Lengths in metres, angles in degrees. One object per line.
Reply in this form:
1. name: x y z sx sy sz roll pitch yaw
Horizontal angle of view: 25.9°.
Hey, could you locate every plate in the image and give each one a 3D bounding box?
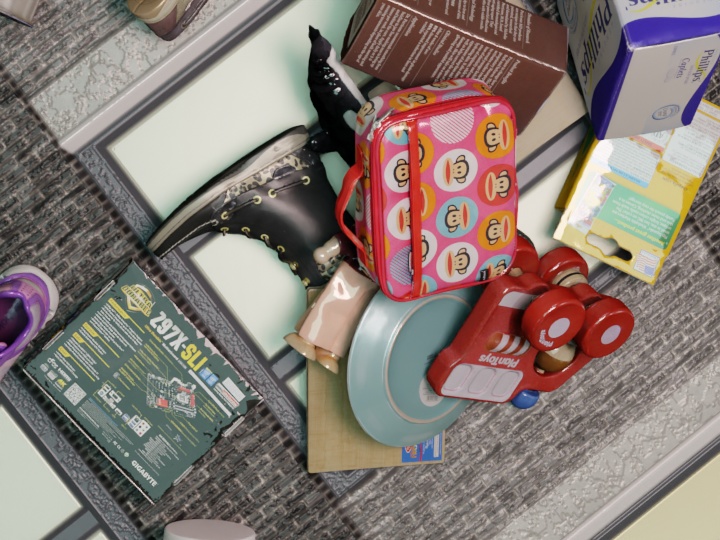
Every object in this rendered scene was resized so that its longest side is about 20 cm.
1. plate: 0.069 0.088 1.603 0.199 0.025 0.202 -15 113 -39

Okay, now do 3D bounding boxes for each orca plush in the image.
1. orca plush: -0.021 -0.145 1.569 0.071 0.200 0.105 -43 56 -12

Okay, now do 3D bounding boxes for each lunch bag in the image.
1. lunch bag: 0.060 -0.075 1.492 0.175 0.082 0.202 -13 119 -17

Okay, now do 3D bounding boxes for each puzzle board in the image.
1. puzzle board: 0.016 0.111 1.641 0.149 0.017 0.202 -3 105 -12

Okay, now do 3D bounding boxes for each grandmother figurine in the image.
1. grandmother figurine: 0.000 0.000 1.573 0.121 0.060 0.201 31 93 -46

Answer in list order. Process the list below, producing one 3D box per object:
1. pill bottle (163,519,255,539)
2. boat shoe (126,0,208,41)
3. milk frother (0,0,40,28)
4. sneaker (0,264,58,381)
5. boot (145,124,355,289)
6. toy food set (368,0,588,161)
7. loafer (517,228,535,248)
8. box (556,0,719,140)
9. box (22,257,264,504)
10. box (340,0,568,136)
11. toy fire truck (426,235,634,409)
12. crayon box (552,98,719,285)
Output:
1. pill bottle: -0.161 0.365 1.606 0.112 0.113 0.202 4 93 -7
2. boat shoe: -0.159 -0.320 1.581 0.072 0.065 0.201 20 69 32
3. milk frother: -0.386 -0.368 1.530 0.199 0.180 0.190 24 91 35
4. sneaker: -0.382 0.084 1.573 0.080 0.088 0.201 35 91 -9
5. boot: -0.102 -0.034 1.606 0.203 0.073 0.154 -35 100 -2
6. toy food set: 0.125 -0.175 1.614 0.199 0.060 0.144 -35 95 -15
7. loafer: 0.093 -0.035 1.632 0.198 0.063 0.073 17 90 -8
8. box: 0.271 -0.263 1.543 0.104 0.184 0.202 -11 67 -6
9. box: -0.223 0.114 1.614 0.160 0.049 0.200 -44 98 -4
10. box: 0.092 -0.218 1.517 0.199 0.100 0.075 22 49 -12
11. toy fire truck: 0.176 0.068 1.617 0.199 0.112 0.169 11 121 -43
12. crayon box: 0.291 -0.102 1.657 0.125 0.052 0.201 25 90 -8
